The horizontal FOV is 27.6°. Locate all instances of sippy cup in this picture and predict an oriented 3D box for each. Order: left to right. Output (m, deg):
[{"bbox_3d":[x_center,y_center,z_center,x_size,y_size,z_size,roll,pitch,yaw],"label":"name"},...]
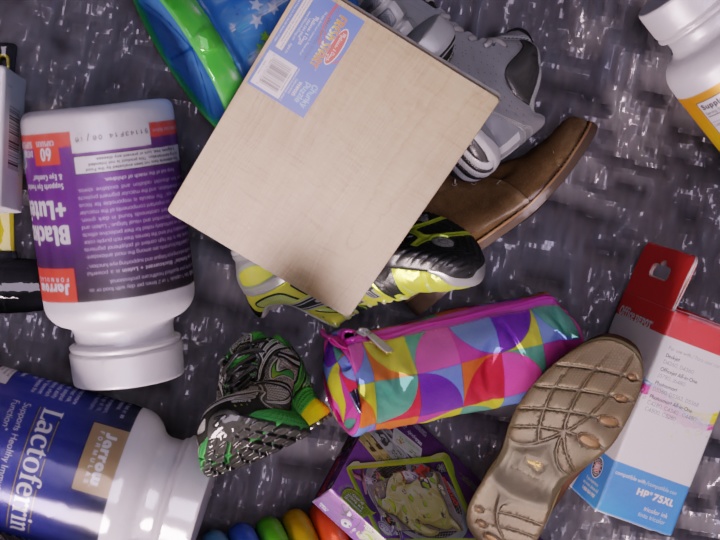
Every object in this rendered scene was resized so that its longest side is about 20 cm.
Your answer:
[{"bbox_3d":[-0.077,-0.187,1.051,0.130,0.140,0.178,-33,107,-11],"label":"sippy cup"}]

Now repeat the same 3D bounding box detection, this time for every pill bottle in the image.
[{"bbox_3d":[-0.208,0.144,1.063,0.199,0.116,0.116,16,94,-1],"label":"pill bottle"},{"bbox_3d":[-0.179,-0.020,1.061,0.111,0.111,0.201,-7,97,-7],"label":"pill bottle"},{"bbox_3d":[0.304,-0.142,1.112,0.111,0.111,0.200,-41,100,-1],"label":"pill bottle"}]

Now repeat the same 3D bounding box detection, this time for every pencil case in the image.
[{"bbox_3d":[0.068,0.068,1.104,0.199,0.088,0.089,-10,98,-19],"label":"pencil case"}]

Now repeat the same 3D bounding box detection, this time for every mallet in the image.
[{"bbox_3d":[-0.254,-0.066,1.087,0.066,0.041,0.201,7,92,-7],"label":"mallet"}]

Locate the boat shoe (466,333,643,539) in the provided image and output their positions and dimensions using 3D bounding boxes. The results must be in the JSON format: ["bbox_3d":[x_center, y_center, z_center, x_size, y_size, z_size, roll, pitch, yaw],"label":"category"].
[{"bbox_3d":[0.145,0.121,1.095,0.072,0.068,0.200,32,117,5],"label":"boat shoe"}]

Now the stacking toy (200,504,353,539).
[{"bbox_3d":[-0.059,0.215,1.127,0.199,0.085,0.086,-22,99,-11],"label":"stacking toy"}]

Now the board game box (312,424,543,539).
[{"bbox_3d":[0.062,0.198,1.122,0.200,0.120,0.032,44,125,-9],"label":"board game box"}]

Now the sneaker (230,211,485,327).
[{"bbox_3d":[0.000,0.000,1.089,0.199,0.075,0.077,4,114,25],"label":"sneaker"}]

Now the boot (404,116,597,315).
[{"bbox_3d":[0.093,-0.059,1.119,0.200,0.074,0.076,-42,90,1],"label":"boot"}]

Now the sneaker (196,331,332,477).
[{"bbox_3d":[-0.081,0.092,1.050,0.078,0.200,0.085,-26,89,7],"label":"sneaker"}]

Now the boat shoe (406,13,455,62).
[{"bbox_3d":[0.025,-0.109,1.050,0.064,0.200,0.071,38,55,-5],"label":"boat shoe"}]

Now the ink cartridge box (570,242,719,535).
[{"bbox_3d":[0.227,0.087,1.125,0.067,0.116,0.201,21,94,-11],"label":"ink cartridge box"}]

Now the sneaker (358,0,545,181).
[{"bbox_3d":[0.067,-0.172,1.108,0.115,0.075,0.200,-33,88,-26],"label":"sneaker"}]

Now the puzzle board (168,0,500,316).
[{"bbox_3d":[-0.021,-0.080,0.995,0.150,0.017,0.200,31,117,-7],"label":"puzzle board"}]

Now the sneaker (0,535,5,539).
[{"bbox_3d":[-0.276,0.244,1.085,0.200,0.099,0.078,27,92,-10],"label":"sneaker"}]

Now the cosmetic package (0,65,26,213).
[{"bbox_3d":[-0.343,-0.094,1.035,0.199,0.071,0.102,2,89,-1],"label":"cosmetic package"}]
